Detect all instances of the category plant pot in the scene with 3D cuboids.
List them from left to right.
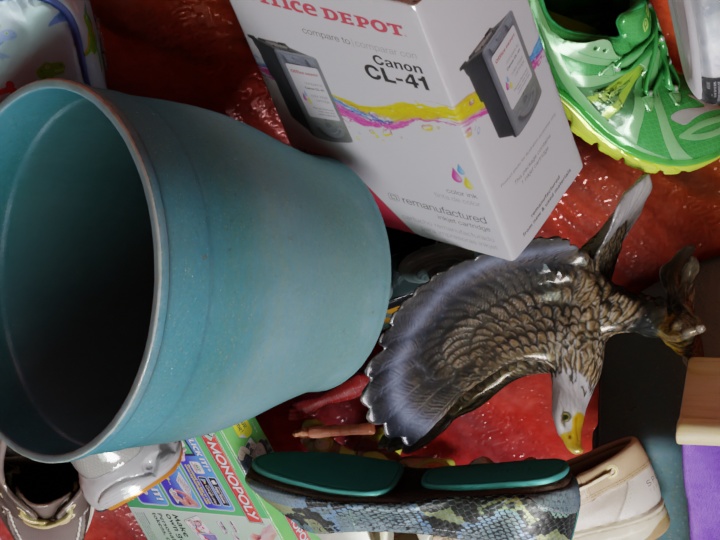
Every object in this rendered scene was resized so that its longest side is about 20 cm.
[{"bbox_3d":[-0.092,0.001,1.504,0.188,0.200,0.200,1,138,-40],"label":"plant pot"},{"bbox_3d":[0.247,0.107,1.747,0.199,0.196,0.197,-1,135,6],"label":"plant pot"}]

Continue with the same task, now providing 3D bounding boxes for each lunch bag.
[{"bbox_3d":[-0.241,-0.109,1.536,0.199,0.083,0.161,-10,135,1],"label":"lunch bag"}]

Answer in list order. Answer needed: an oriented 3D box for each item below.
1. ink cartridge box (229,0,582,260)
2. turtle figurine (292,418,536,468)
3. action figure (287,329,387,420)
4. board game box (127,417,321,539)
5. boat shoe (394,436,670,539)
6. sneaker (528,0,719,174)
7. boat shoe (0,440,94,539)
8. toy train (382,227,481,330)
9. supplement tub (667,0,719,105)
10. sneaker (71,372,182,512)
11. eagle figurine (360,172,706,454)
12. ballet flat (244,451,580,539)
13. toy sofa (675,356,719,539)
[{"bbox_3d":[0.022,-0.113,1.523,0.147,0.086,0.200,17,148,35],"label":"ink cartridge box"},{"bbox_3d":[0.047,0.138,1.757,0.199,0.065,0.161,12,176,-5],"label":"turtle figurine"},{"bbox_3d":[-0.035,0.063,1.746,0.199,0.065,0.052,-1,112,-6],"label":"action figure"},{"bbox_3d":[-0.085,0.155,1.716,0.134,0.029,0.200,-1,125,44],"label":"board game box"},{"bbox_3d":[0.082,0.144,1.662,0.199,0.074,0.069,-13,99,0],"label":"boat shoe"},{"bbox_3d":[0.147,-0.120,1.587,0.200,0.074,0.084,26,129,-29],"label":"sneaker"},{"bbox_3d":[-0.205,0.128,1.783,0.072,0.060,0.200,-2,134,-5],"label":"boat shoe"},{"bbox_3d":[0.000,0.000,1.668,0.200,0.085,0.114,-21,156,9],"label":"toy train"},{"bbox_3d":[0.270,-0.168,1.526,0.199,0.123,0.123,-12,134,2],"label":"supplement tub"},{"bbox_3d":[-0.145,0.050,1.630,0.076,0.200,0.092,-26,116,11],"label":"sneaker"},{"bbox_3d":[0.099,0.040,1.604,0.199,0.151,0.152,-5,122,6],"label":"eagle figurine"},{"bbox_3d":[0.029,0.144,1.608,0.199,0.074,0.074,1,137,19],"label":"ballet flat"},{"bbox_3d":[0.227,0.150,1.599,0.083,0.098,0.200,3,135,14],"label":"toy sofa"}]
